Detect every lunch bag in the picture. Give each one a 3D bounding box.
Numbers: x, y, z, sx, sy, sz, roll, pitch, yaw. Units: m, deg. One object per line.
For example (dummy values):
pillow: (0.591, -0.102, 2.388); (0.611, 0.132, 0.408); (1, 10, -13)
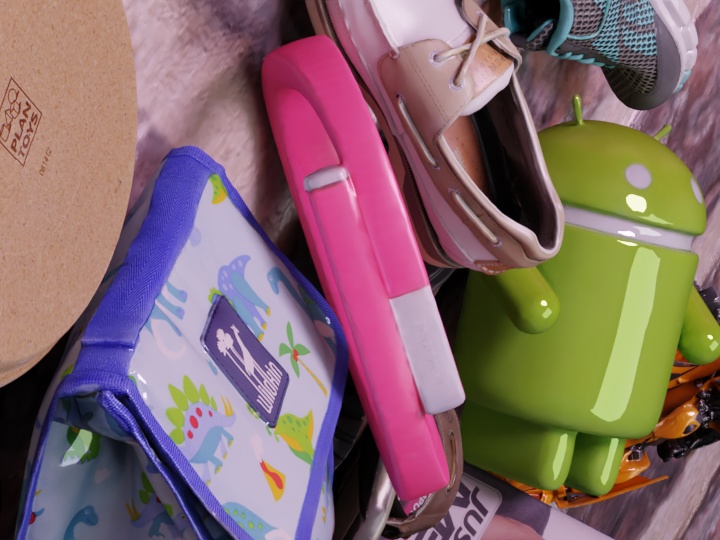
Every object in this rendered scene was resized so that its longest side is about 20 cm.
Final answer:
lunch bag: (-0.074, 0.076, 0.948); (0.170, 0.126, 0.201); (-76, 163, -56)

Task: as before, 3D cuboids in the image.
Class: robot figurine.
robot figurine: (0.113, 0.013, 1.256); (0.175, 0.115, 0.202); (11, 94, -45)
robot figurine: (0.165, 0.079, 1.371); (0.199, 0.058, 0.145); (-18, 142, -1)

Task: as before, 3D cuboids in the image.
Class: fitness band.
fitness band: (0.000, 0.000, 1.016); (0.037, 0.144, 0.201); (-18, 100, -6)

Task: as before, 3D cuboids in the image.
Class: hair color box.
hair color box: (0.086, 0.174, 1.262); (0.100, 0.199, 0.061); (-60, 152, -8)

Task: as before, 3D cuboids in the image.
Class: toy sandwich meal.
toy sandwich meal: (-0.148, -0.049, 0.809); (0.205, 0.070, 0.207); (3, 90, -66)

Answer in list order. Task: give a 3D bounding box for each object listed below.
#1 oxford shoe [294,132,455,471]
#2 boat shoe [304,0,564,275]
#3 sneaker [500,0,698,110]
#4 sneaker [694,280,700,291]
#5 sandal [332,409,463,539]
oxford shoe: (-0.001, 0.013, 1.141); (0.201, 0.072, 0.084); (-59, 175, -14)
boat shoe: (0.037, -0.089, 1.047); (0.075, 0.068, 0.201); (-45, 124, -31)
sneaker: (0.109, -0.137, 1.205); (0.091, 0.078, 0.200); (-41, 144, -9)
sneaker: (0.156, 0.036, 1.408); (0.079, 0.074, 0.200); (-52, 150, -12)
sandal: (0.025, 0.093, 1.177); (0.080, 0.057, 0.201); (-56, 178, 21)
